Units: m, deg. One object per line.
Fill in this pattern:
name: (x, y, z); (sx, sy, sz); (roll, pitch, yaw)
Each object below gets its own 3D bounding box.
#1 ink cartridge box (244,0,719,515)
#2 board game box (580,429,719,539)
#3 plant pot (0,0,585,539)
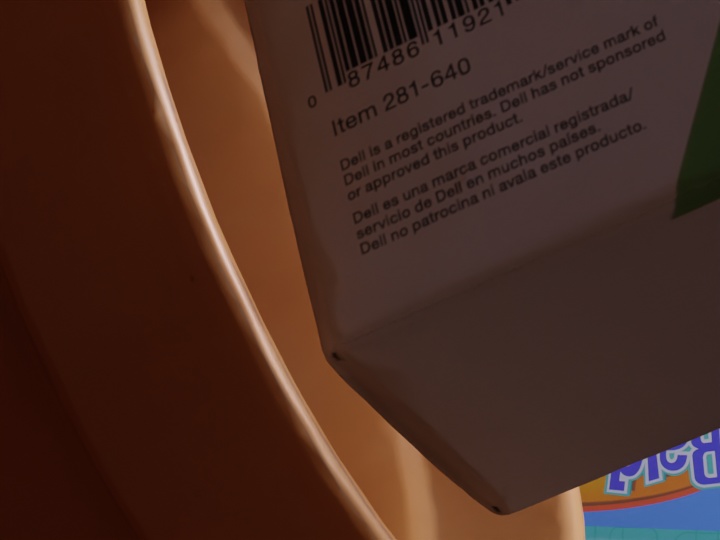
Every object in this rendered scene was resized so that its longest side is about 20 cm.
ink cartridge box: (0.053, -0.076, 0.576); (0.084, 0.144, 0.200); (45, 26, -53)
board game box: (0.068, -0.010, 0.971); (0.045, 0.152, 0.201); (-119, -149, -85)
plant pot: (-0.057, 0.013, 0.614); (0.200, 0.140, 0.200); (55, 20, -31)
